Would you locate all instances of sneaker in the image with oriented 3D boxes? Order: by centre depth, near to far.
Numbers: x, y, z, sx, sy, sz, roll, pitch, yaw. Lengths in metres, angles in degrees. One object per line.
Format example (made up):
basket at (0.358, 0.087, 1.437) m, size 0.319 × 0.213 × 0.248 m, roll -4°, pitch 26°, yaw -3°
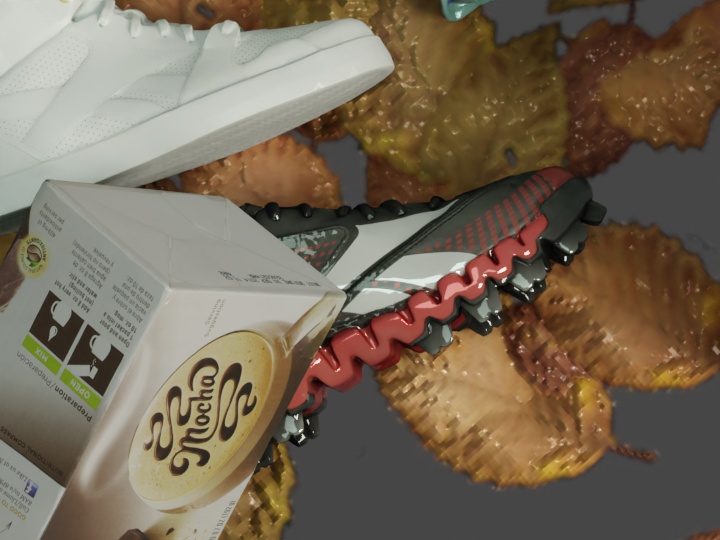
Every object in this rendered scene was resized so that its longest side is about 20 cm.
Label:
sneaker at (0.000, 0.000, 1.220) m, size 0.200 × 0.071 × 0.098 m, roll -30°, pitch 81°, yaw 1°
sneaker at (-0.095, -0.097, 1.246) m, size 0.200 × 0.074 × 0.116 m, roll -18°, pitch 82°, yaw 3°

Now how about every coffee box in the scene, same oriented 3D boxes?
coffee box at (-0.106, 0.071, 1.153) m, size 0.080 × 0.113 × 0.200 m, roll 39°, pitch 109°, yaw 31°

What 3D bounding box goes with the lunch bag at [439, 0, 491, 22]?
lunch bag at (0.053, -0.210, 1.188) m, size 0.122 × 0.200 × 0.171 m, roll -16°, pitch 80°, yaw 2°
